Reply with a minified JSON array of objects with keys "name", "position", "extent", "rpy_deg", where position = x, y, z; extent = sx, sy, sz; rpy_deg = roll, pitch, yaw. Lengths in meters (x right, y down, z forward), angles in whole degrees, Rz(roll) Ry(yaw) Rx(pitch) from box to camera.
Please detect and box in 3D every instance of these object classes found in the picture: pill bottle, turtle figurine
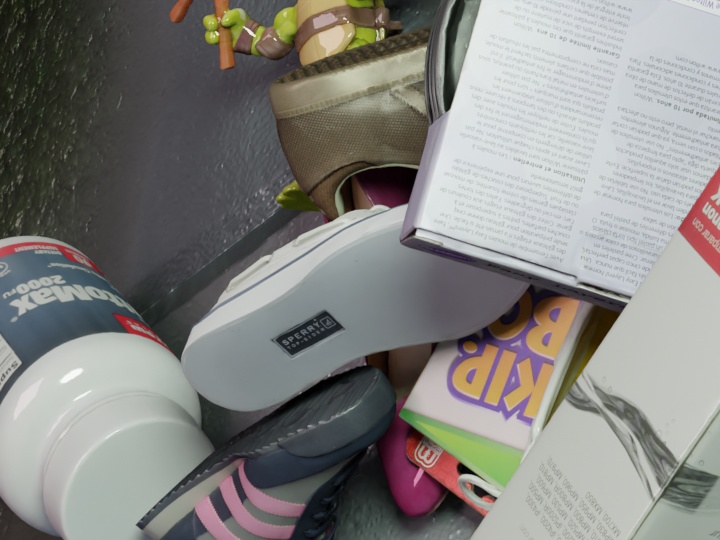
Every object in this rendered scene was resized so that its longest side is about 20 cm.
[{"name":"pill bottle","position":[-0.153,0.073,1.538],"extent":[0.120,0.119,0.200],"rpy_deg":[-61,37,11]},{"name":"turtle figurine","position":[-0.019,-0.115,1.505],"extent":[0.199,0.064,0.162],"rpy_deg":[-21,64,36]}]

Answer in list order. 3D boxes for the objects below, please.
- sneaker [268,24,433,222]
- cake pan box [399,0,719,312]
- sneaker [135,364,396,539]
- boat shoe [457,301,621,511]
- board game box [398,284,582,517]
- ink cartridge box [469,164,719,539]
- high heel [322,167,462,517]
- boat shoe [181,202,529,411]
[{"name":"sneaker","position":[0.060,-0.081,1.349],"extent":[0.199,0.076,0.070],"rpy_deg":[-14,14,7]},{"name":"cake pan box","position":[0.126,-0.073,1.181],"extent":[0.052,0.199,0.185],"rpy_deg":[139,146,-79]},{"name":"sneaker","position":[-0.029,0.110,1.386],"extent":[0.070,0.082,0.200],"rpy_deg":[-40,3,-38]},{"name":"boat shoe","position":[0.088,0.092,1.221],"extent":[0.074,0.086,0.203],"rpy_deg":[28,98,32]},{"name":"board game box","position":[0.093,0.021,1.294],"extent":[0.095,0.030,0.201],"rpy_deg":[35,105,32]},{"name":"ink cartridge box","position":[0.158,0.068,1.105],"extent":[0.201,0.146,0.083],"rpy_deg":[-57,37,15]},{"name":"high heel","position":[0.007,0.015,1.374],"extent":[0.067,0.096,0.201],"rpy_deg":[-20,57,46]},{"name":"boat shoe","position":[0.000,0.000,1.320],"extent":[0.199,0.074,0.066],"rpy_deg":[-20,33,32]}]
